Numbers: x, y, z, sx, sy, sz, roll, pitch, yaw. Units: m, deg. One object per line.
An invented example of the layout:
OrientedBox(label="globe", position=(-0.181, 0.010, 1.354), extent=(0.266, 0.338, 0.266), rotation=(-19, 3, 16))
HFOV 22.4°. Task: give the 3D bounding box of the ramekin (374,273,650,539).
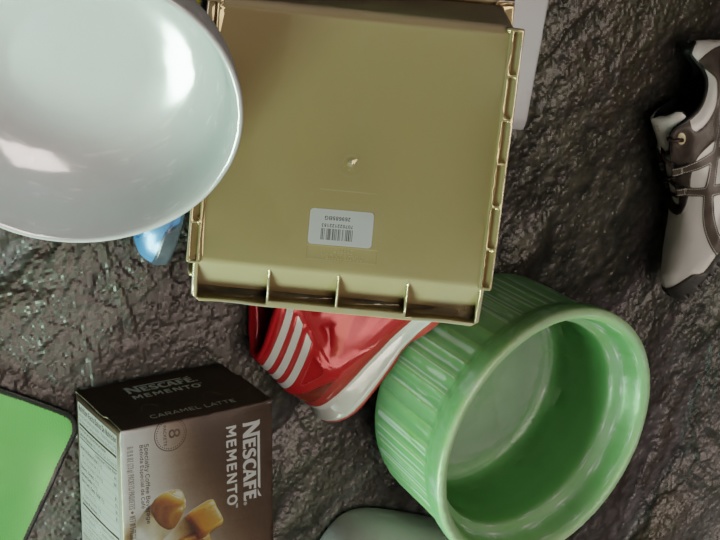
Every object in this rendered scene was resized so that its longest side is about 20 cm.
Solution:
OrientedBox(label="ramekin", position=(0.105, 0.100, 1.318), extent=(0.199, 0.098, 0.202), rotation=(-19, 124, -31))

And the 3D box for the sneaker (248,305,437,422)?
OrientedBox(label="sneaker", position=(0.000, 0.000, 1.259), extent=(0.115, 0.078, 0.201), rotation=(37, 86, -34))

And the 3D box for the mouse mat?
OrientedBox(label="mouse mat", position=(-0.290, 0.161, 1.191), extent=(0.160, 0.008, 0.201), rotation=(24, 93, -33))

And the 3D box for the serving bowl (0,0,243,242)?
OrientedBox(label="serving bowl", position=(-0.168, -0.111, 1.073), extent=(0.198, 0.066, 0.201), rotation=(-3, 133, -3))

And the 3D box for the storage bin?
OrientedBox(label="storage bin", position=(-0.006, -0.078, 1.171), extent=(0.198, 0.094, 0.200), rotation=(5, 106, -4))

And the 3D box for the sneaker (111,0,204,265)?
OrientedBox(label="sneaker", position=(-0.143, -0.103, 1.159), extent=(0.078, 0.066, 0.202), rotation=(1, 107, -13))

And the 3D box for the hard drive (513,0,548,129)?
OrientedBox(label="hard drive", position=(0.037, -0.171, 1.253), extent=(0.199, 0.027, 0.133), rotation=(2, 104, -29))

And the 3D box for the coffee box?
OrientedBox(label="coffee box", position=(-0.125, 0.177, 1.243), extent=(0.114, 0.080, 0.202), rotation=(-9, 111, -29))

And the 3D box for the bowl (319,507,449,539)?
OrientedBox(label="bowl", position=(0.037, 0.291, 1.377), extent=(0.199, 0.075, 0.201), rotation=(18, 96, -31))

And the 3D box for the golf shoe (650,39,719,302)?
OrientedBox(label="golf shoe", position=(0.251, -0.080, 1.384), extent=(0.094, 0.078, 0.202), rotation=(17, 96, -14))
